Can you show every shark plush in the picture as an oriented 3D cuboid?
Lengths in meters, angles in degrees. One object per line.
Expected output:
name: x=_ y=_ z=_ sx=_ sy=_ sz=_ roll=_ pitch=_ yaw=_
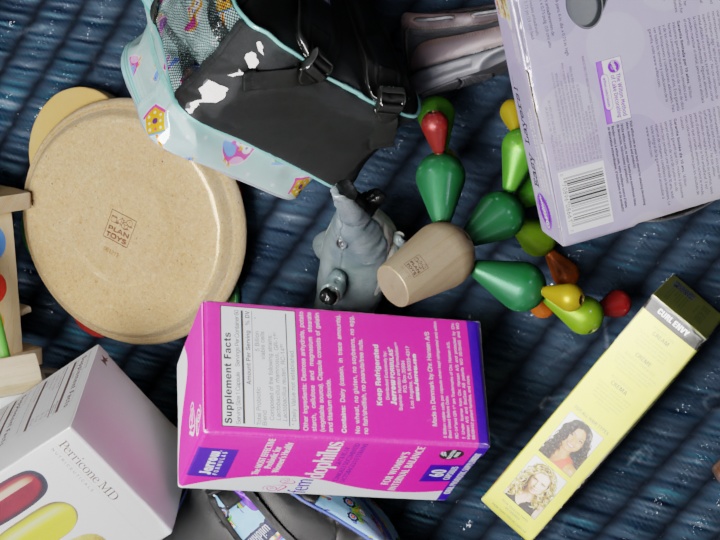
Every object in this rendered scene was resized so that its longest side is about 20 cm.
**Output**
shark plush: x=0.000 y=0.000 z=1.101 sx=0.091 sy=0.200 sz=0.083 roll=32 pitch=66 yaw=2

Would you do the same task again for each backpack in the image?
backpack: x=-0.051 y=0.222 z=1.185 sx=0.200 sy=0.135 sz=0.183 roll=30 pitch=112 yaw=2
backpack: x=-0.071 y=-0.158 z=1.075 sx=0.153 sy=0.176 sz=0.200 roll=-40 pitch=50 yaw=31

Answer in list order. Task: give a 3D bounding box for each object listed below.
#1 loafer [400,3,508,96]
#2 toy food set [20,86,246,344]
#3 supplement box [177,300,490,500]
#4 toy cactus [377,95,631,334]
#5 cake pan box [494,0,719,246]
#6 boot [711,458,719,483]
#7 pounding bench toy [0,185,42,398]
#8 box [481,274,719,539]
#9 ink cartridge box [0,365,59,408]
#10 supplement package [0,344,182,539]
loafer: x=0.117 y=-0.176 z=1.068 sx=0.200 sy=0.072 sz=0.063 roll=-18 pitch=87 yaw=22
toy food set: x=-0.177 y=-0.036 z=1.221 sx=0.200 sy=0.049 sz=0.198 roll=12 pitch=106 yaw=17
supplement box: x=-0.022 y=0.092 z=1.097 sx=0.199 sy=0.104 sz=0.101 roll=6 pitch=150 yaw=-14
toy cactus: x=0.087 y=-0.026 z=1.067 sx=0.200 sy=0.165 sz=0.102 roll=59 pitch=150 yaw=-2
cake pan box: x=0.189 y=-0.128 z=1.003 sx=0.184 sy=0.052 sz=0.200 roll=-17 pitch=108 yaw=-6
boot: x=0.365 y=0.122 z=1.051 sx=0.186 sy=0.064 sz=0.200 roll=41 pitch=108 yaw=5
pounding bench toy: x=-0.311 y=0.004 z=1.201 sx=0.200 sy=0.124 sz=0.156 roll=13 pitch=108 yaw=45
box: x=0.170 y=0.098 z=1.109 sx=0.050 sy=0.075 sz=0.200 roll=40 pitch=114 yaw=10
ink cartridge box: x=-0.280 y=0.202 z=1.253 sx=0.173 sy=0.044 sz=0.200 roll=-29 pitch=76 yaw=13
supplement package: x=-0.236 y=0.165 z=1.132 sx=0.200 sy=0.110 sz=0.114 roll=-33 pitch=112 yaw=19
